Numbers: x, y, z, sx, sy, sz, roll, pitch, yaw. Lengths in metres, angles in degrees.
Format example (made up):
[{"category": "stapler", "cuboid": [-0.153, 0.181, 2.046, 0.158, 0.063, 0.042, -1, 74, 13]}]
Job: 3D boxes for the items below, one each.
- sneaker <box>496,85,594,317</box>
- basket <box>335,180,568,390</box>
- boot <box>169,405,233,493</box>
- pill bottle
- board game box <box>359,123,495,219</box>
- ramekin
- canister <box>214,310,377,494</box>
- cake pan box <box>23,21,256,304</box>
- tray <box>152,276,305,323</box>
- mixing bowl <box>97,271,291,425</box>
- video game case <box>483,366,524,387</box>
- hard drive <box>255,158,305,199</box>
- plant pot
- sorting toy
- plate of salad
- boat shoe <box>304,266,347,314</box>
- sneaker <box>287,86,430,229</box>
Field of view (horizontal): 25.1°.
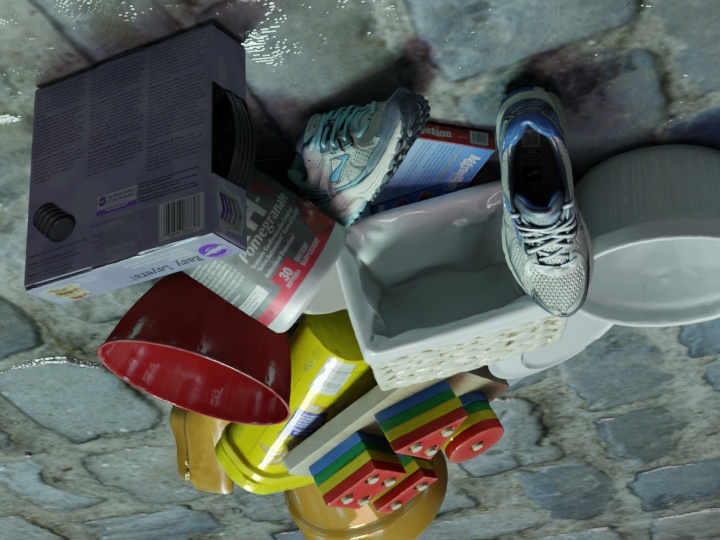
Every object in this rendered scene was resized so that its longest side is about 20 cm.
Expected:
[{"category": "sneaker", "cuboid": [0.149, -0.048, 1.348, 0.077, 0.200, 0.085, -12, -163, 9]}, {"category": "basket", "cuboid": [0.086, 0.017, 1.482, 0.200, 0.136, 0.123, -16, 154, -1]}, {"category": "boot", "cuboid": [-0.151, 0.182, 1.830, 0.071, 0.144, 0.201, -9, -175, -35]}, {"category": "pill bottle", "cuboid": [-0.120, -0.043, 1.390, 0.200, 0.111, 0.111, 33, 147, -8]}, {"category": "board game box", "cuboid": [0.040, -0.078, 1.488, 0.103, 0.019, 0.200, 9, 153, -16]}, {"category": "ramekin", "cuboid": [0.283, -0.033, 1.494, 0.200, 0.105, 0.200, 0, 155, 0]}, {"category": "canister", "cuboid": [-0.048, 0.133, 1.710, 0.148, 0.087, 0.200, -6, 137, -50]}, {"category": "cake pan box", "cuboid": [-0.176, -0.083, 1.278, 0.200, 0.184, 0.052, -17, 155, 28]}, {"category": "tray", "cuboid": [-0.104, 0.011, 1.669, 0.200, 0.022, 0.107, 15, 151, -31]}, {"category": "mixing bowl", "cuboid": [-0.148, 0.066, 1.604, 0.200, 0.109, 0.200, 16, 158, 7]}, {"category": "video game case", "cuboid": [0.157, 0.088, 1.766, 0.143, 0.018, 0.200, -32, 156, -9]}, {"category": "hard drive", "cuboid": [-0.150, -0.053, 1.513, 0.200, 0.038, 0.140, -5, 154, 6]}, {"category": "plant pot", "cuboid": [-0.017, 0.216, 1.939, 0.200, 0.200, 0.183, -10, 137, 19]}, {"category": "sorting toy", "cuboid": [0.053, 0.180, 1.703, 0.199, 0.070, 0.200, -38, 154, 16]}, {"category": "plate of salad", "cuboid": [0.210, 0.039, 1.665, 0.200, 0.048, 0.200, -27, 153, -16]}, {"category": "boat shoe", "cuboid": [0.000, 0.000, 1.614, 0.200, 0.075, 0.093, -2, -168, -33]}, {"category": "sneaker", "cuboid": [-0.011, -0.101, 1.363, 0.086, 0.078, 0.200, 35, 149, -4]}]
